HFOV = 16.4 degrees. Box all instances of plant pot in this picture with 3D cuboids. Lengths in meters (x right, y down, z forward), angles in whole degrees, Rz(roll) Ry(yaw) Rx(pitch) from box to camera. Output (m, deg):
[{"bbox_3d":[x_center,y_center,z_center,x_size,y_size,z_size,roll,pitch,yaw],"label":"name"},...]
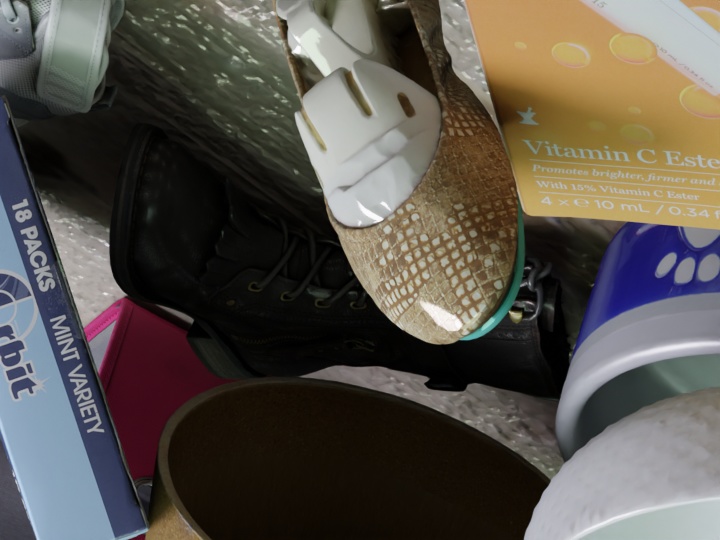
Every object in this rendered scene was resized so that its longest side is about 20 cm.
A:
[{"bbox_3d":[-0.018,0.179,1.040,0.185,0.187,0.201,17,114,0],"label":"plant pot"}]

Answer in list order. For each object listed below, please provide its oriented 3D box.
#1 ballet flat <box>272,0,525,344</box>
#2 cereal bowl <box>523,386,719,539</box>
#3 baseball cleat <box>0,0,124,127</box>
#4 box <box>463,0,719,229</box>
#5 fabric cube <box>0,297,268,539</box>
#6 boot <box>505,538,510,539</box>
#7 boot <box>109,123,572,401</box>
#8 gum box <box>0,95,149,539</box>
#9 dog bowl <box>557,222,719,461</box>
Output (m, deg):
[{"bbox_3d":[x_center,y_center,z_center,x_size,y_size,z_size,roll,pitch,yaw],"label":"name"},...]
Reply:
[{"bbox_3d":[0.002,-0.055,0.829,0.070,0.200,0.065,-42,126,18],"label":"ballet flat"},{"bbox_3d":[0.156,0.104,0.909,0.199,0.084,0.201,6,142,5],"label":"cereal bowl"},{"bbox_3d":[-0.152,-0.121,0.933,0.106,0.070,0.200,-3,154,21],"label":"baseball cleat"},{"bbox_3d":[0.103,-0.107,0.778,0.124,0.098,0.200,6,147,20],"label":"box"},{"bbox_3d":[-0.098,0.167,1.233,0.199,0.197,0.200,28,148,-17],"label":"fabric cube"},{"bbox_3d":[0.111,0.157,1.083,0.131,0.070,0.200,31,163,-2],"label":"boot"},{"bbox_3d":[0.000,0.000,1.046,0.173,0.070,0.200,4,157,21],"label":"boot"},{"bbox_3d":[-0.133,0.032,1.007,0.044,0.171,0.200,-18,176,-9],"label":"gum box"},{"bbox_3d":[0.184,0.051,0.998,0.199,0.079,0.200,13,150,8],"label":"dog bowl"}]
